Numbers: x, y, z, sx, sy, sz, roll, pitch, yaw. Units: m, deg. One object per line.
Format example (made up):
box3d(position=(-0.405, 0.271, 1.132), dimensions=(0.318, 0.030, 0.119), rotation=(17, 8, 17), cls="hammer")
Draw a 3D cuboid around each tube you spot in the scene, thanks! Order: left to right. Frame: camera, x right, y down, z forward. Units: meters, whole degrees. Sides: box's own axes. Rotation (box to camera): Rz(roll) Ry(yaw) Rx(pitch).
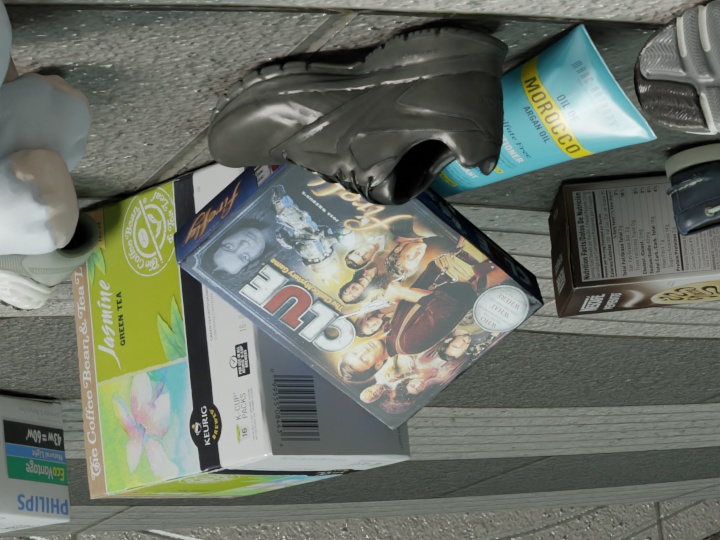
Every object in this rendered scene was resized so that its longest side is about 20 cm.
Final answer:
box3d(position=(0.097, -0.089, 1.482), dimensions=(0.050, 0.078, 0.200), rotation=(-46, -166, -31), cls="tube")

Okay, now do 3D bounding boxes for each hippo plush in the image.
box3d(position=(-0.239, -0.088, 1.222), dimensions=(0.199, 0.160, 0.161), rotation=(-19, 139, -7), cls="hippo plush")

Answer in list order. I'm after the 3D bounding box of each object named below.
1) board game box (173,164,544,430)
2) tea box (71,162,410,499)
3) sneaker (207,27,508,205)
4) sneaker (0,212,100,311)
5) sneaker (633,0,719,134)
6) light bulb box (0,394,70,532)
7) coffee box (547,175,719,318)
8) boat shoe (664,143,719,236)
box3d(position=(0.000, 0.000, 1.548), dimensions=(0.135, 0.035, 0.200), rotation=(-41, 121, 19), cls="board game box")
box3d(position=(-0.086, 0.045, 1.683), dimensions=(0.133, 0.202, 0.196), rotation=(4, 164, -42), cls="tea box")
box3d(position=(-0.005, -0.077, 1.412), dimensions=(0.199, 0.092, 0.076), rotation=(-12, 168, 34), cls="sneaker")
box3d(position=(-0.246, -0.031, 1.603), dimensions=(0.079, 0.074, 0.200), rotation=(-33, 158, 21), cls="sneaker")
box3d(position=(0.260, -0.119, 1.384), dimensions=(0.199, 0.076, 0.115), rotation=(-16, 167, 37), cls="sneaker")
box3d(position=(-0.422, 0.195, 2.427), dimensions=(0.199, 0.126, 0.198), rotation=(-12, 166, 26), cls="light bulb box")
box3d(position=(0.243, -0.022, 1.817), dimensions=(0.198, 0.081, 0.113), rotation=(-6, 169, -2), cls="coffee box")
box3d(position=(0.311, -0.058, 1.722), dimensions=(0.198, 0.062, 0.075), rotation=(-3, 166, -13), cls="boat shoe")
